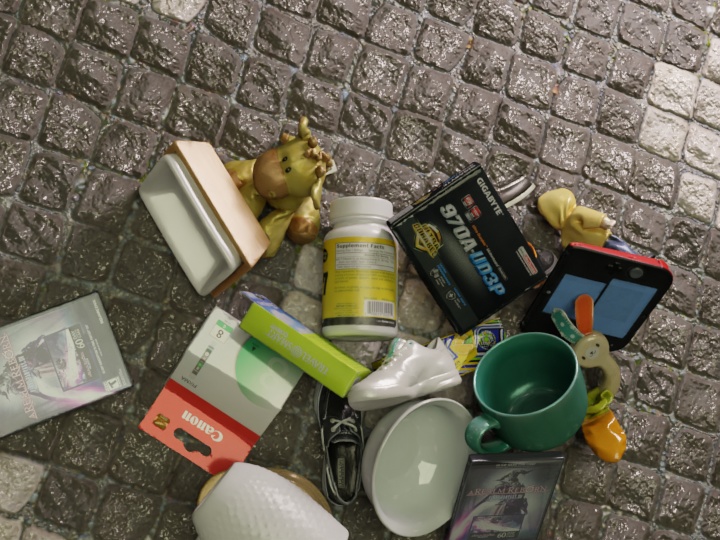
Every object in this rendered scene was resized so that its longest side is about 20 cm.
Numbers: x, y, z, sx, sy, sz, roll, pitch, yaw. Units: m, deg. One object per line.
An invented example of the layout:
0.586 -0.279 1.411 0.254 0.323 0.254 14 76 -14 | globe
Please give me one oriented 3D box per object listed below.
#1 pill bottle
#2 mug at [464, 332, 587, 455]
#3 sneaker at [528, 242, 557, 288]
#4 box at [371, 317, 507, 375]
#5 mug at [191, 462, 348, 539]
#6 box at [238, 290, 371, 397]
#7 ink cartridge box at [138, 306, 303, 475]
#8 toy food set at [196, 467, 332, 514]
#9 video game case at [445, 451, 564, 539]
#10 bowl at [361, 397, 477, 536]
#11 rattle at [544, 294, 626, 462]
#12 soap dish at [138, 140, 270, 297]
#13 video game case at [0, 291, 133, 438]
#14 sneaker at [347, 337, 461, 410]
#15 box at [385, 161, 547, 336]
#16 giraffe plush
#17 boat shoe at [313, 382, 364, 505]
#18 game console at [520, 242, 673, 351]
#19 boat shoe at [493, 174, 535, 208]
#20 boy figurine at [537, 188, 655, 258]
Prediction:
0.000 0.000 1.449 0.113 0.114 0.202 3 79 -13 | pill bottle
0.235 0.188 1.422 0.184 0.115 0.153 -20 40 9 | mug
0.221 -0.025 1.505 0.198 0.078 0.078 3 35 -26 | sneaker
0.121 0.134 1.479 0.198 0.070 0.065 -19 85 -16 | box
-0.143 0.361 1.298 0.175 0.148 0.200 41 106 -1 | mug
-0.084 0.104 1.386 0.199 0.122 0.048 33 91 11 | box
-0.196 0.178 1.408 0.160 0.050 0.201 33 73 -6 | ink cartridge box
-0.133 0.378 1.386 0.198 0.049 0.200 0 83 -15 | toy food set
0.204 0.341 1.424 0.141 0.019 0.201 1 125 -14 | video game case
0.071 0.269 1.416 0.200 0.090 0.203 -10 107 -34 | bowl
0.338 0.159 1.460 0.129 0.143 0.202 6 120 6 | rattle
-0.220 -0.074 1.393 0.081 0.157 0.201 -32 89 -33 | soap dish
-0.434 0.130 1.364 0.199 0.019 0.144 -21 87 -17 | video game case
0.052 0.138 1.371 0.199 0.075 0.089 -7 76 -44 | sneaker
0.154 -0.031 1.427 0.158 0.046 0.201 -33 106 0 | box
-0.103 -0.128 1.419 0.200 0.162 0.173 -39 91 -16 | giraffe plush
-0.028 0.237 1.426 0.071 0.068 0.202 3 79 -13 | boat shoe
0.358 0.045 1.497 0.175 0.201 0.031 10 45 -12 | game console
0.180 -0.104 1.532 0.200 0.072 0.061 -30 93 -14 | boat shoe
0.361 -0.052 1.551 0.064 0.125 0.200 -34 62 -25 | boy figurine
